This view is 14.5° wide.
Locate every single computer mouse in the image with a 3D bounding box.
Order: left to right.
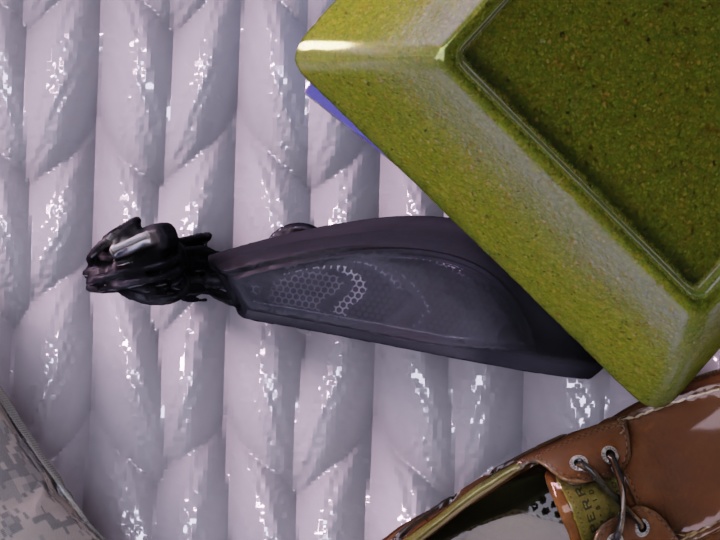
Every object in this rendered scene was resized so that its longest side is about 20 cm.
[{"bbox_3d":[0.000,0.000,1.090,0.200,0.138,0.053,10,90,7],"label":"computer mouse"}]

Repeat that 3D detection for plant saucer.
[{"bbox_3d":[0.114,-0.081,1.026,0.200,0.048,0.200,44,85,-15],"label":"plant saucer"}]

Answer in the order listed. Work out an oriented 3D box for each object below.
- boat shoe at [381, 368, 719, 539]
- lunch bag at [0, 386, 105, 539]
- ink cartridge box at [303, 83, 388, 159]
[{"bbox_3d":[0.092,0.095,1.079,0.200,0.068,0.072,-30,78,12],"label":"boat shoe"},{"bbox_3d":[-0.212,0.094,1.142,0.168,0.139,0.200,-36,78,-4],"label":"lunch bag"},{"bbox_3d":[0.067,-0.123,1.098,0.095,0.037,0.200,39,100,15],"label":"ink cartridge box"}]
